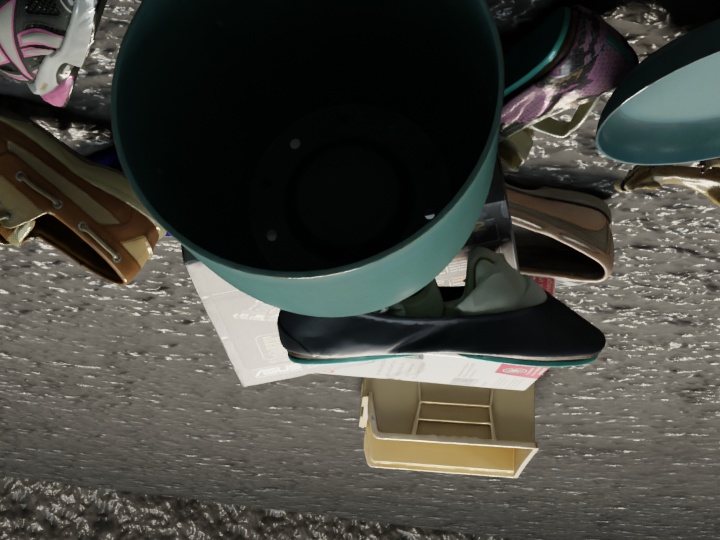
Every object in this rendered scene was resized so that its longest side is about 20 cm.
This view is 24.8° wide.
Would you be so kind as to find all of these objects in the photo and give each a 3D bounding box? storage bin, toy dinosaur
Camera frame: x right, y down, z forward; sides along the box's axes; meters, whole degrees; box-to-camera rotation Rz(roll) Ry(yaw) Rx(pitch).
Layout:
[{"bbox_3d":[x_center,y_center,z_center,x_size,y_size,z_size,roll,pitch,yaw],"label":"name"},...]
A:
[{"bbox_3d":[0.098,0.173,1.897,0.196,0.095,0.200,4,164,0],"label":"storage bin"},{"bbox_3d":[0.274,-0.048,1.116,0.199,0.059,0.101,20,174,-22],"label":"toy dinosaur"}]

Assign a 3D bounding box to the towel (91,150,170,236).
[{"bbox_3d":[-0.119,-0.044,1.274,0.199,0.050,0.147,18,158,-40],"label":"towel"}]

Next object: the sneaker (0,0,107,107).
[{"bbox_3d":[-0.181,-0.149,0.883,0.086,0.081,0.200,19,155,-14],"label":"sneaker"}]

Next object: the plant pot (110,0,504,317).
[{"bbox_3d":[-0.017,-0.065,0.883,0.198,0.203,0.161,1,161,9],"label":"plant pot"}]

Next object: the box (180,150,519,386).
[{"bbox_3d":[0.000,0.000,1.031,0.198,0.049,0.159,-11,146,5],"label":"box"}]

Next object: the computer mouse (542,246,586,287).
[{"bbox_3d":[0.126,-0.008,1.359,0.109,0.044,0.199,16,165,-31],"label":"computer mouse"}]

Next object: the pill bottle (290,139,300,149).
[{"bbox_3d":[-0.033,-0.052,1.099,0.198,0.121,0.119,12,162,-29],"label":"pill bottle"}]

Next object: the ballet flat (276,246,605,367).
[{"bbox_3d":[0.050,0.021,0.970,0.198,0.074,0.073,0,164,-3],"label":"ballet flat"}]

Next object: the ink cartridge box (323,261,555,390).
[{"bbox_3d":[0.047,0.040,1.310,0.198,0.086,0.146,3,167,-3],"label":"ink cartridge box"}]

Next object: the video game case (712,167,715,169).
[{"bbox_3d":[0.354,-0.065,1.143,0.181,0.023,0.200,-5,161,28],"label":"video game case"}]

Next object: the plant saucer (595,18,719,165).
[{"bbox_3d":[0.227,-0.110,0.929,0.198,0.028,0.200,-12,166,-3],"label":"plant saucer"}]

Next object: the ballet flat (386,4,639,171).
[{"bbox_3d":[0.092,-0.099,0.994,0.071,0.070,0.199,31,150,-22],"label":"ballet flat"}]

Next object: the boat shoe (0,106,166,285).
[{"bbox_3d":[-0.233,-0.055,1.150,0.199,0.074,0.076,26,156,-7],"label":"boat shoe"}]

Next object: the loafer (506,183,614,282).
[{"bbox_3d":[0.096,-0.028,1.225,0.198,0.063,0.072,4,136,-9],"label":"loafer"}]
